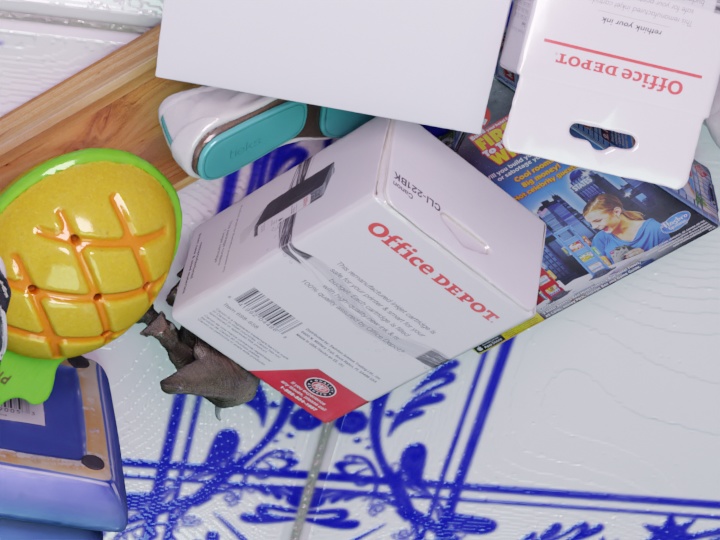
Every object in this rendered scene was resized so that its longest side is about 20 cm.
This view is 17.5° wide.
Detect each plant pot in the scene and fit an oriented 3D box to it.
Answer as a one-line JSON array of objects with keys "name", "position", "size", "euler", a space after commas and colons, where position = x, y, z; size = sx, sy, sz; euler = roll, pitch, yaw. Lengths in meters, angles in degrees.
[{"name": "plant pot", "position": [-0.266, 0.157, 1.609], "size": [0.200, 0.200, 0.180], "euler": [11, 121, -18]}]

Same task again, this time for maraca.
[{"name": "maraca", "position": [-0.197, 0.007, 1.482], "size": [0.137, 0.107, 0.200], "euler": [34, 101, -37]}]

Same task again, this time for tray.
[{"name": "tray", "position": [-0.177, -0.076, 1.520], "size": [0.200, 0.037, 0.099], "euler": [-29, 129, 14]}]

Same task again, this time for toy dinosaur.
[{"name": "toy dinosaur", "position": [-0.099, 0.054, 1.585], "size": [0.102, 0.200, 0.077], "euler": [42, 88, -11]}]

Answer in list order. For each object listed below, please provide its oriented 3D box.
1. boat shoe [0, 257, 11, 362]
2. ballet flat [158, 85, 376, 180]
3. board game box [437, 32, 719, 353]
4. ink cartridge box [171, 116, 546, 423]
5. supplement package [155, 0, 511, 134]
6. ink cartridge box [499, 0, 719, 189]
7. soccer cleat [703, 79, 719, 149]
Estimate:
[{"name": "boat shoe", "position": [-0.261, 0.080, 1.426], "size": [0.076, 0.060, 0.200], "euler": [7, 119, -15]}, {"name": "ballet flat", "position": [-0.042, -0.114, 1.477], "size": [0.200, 0.069, 0.069], "euler": [-21, 139, -33]}, {"name": "board game box", "position": [0.101, -0.061, 1.555], "size": [0.200, 0.062, 0.200], "euler": [-29, 126, 23]}, {"name": "ink cartridge box", "position": [0.000, 0.000, 1.509], "size": [0.144, 0.084, 0.200], "euler": [36, 135, -28]}, {"name": "supplement package", "position": [-0.009, -0.187, 1.374], "size": [0.200, 0.111, 0.156], "euler": [10, 129, -1]}, {"name": "ink cartridge box", "position": [0.150, -0.157, 1.321], "size": [0.116, 0.068, 0.200], "euler": [13, 99, -9]}, {"name": "soccer cleat", "position": [0.293, -0.090, 1.566], "size": [0.200, 0.078, 0.069], "euler": [19, 119, -48]}]
